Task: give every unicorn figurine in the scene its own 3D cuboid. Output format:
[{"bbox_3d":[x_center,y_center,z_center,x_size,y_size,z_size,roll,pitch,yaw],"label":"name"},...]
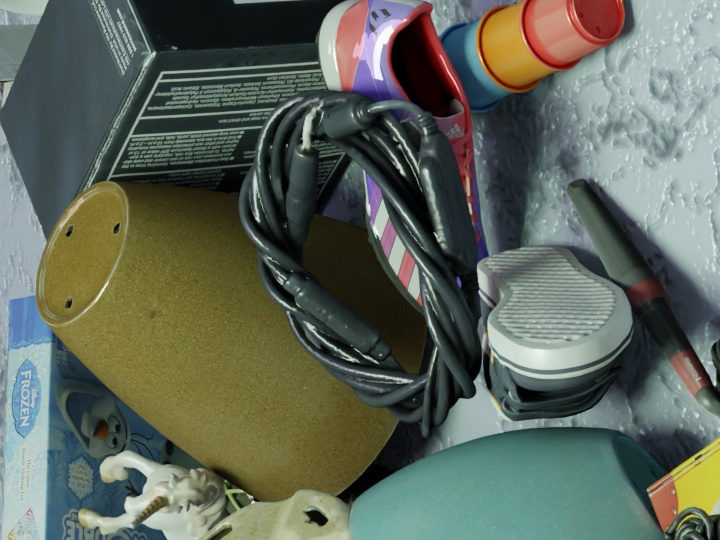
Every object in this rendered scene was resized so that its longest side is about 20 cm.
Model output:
[{"bbox_3d":[-0.114,0.163,1.415,0.137,0.200,0.074,-3,62,41],"label":"unicorn figurine"}]

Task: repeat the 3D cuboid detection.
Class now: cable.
[{"bbox_3d":[0.000,0.000,1.239,0.162,0.051,0.202,-4,107,44],"label":"cable"}]

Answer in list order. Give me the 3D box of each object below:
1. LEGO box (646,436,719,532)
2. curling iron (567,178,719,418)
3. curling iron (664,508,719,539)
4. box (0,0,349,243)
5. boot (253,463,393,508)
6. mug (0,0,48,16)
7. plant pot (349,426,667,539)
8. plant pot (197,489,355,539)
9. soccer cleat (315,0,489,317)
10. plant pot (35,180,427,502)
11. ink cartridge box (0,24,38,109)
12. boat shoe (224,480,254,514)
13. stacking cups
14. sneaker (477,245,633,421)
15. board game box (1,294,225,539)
[{"bbox_3d":[0.238,0.125,1.031,0.200,0.077,0.150,-46,58,51],"label":"LEGO box"},{"bbox_3d":[0.158,0.015,1.176,0.200,0.049,0.026,54,136,46],"label":"curling iron"},{"bbox_3d":[0.181,0.208,1.032,0.050,0.025,0.202,-30,74,59],"label":"curling iron"},{"bbox_3d":[-0.098,-0.122,1.402,0.124,0.198,0.199,64,142,27],"label":"box"},{"bbox_3d":[0.001,0.213,1.417,0.210,0.079,0.160,13,106,56],"label":"boot"},{"bbox_3d":[-0.195,-0.302,1.599,0.199,0.147,0.177,-18,71,26],"label":"mug"},{"bbox_3d":[0.109,0.161,1.169,0.134,0.200,0.201,-38,58,15],"label":"plant pot"},{"bbox_3d":[-0.017,0.228,1.213,0.200,0.200,0.184,12,141,56],"label":"plant pot"},{"bbox_3d":[0.038,-0.059,1.255,0.073,0.068,0.202,-2,112,52],"label":"soccer cleat"},{"bbox_3d":[-0.092,0.025,1.364,0.186,0.199,0.188,-31,45,37],"label":"plant pot"},{"bbox_3d":[-0.226,-0.135,1.599,0.109,0.198,0.051,40,127,47],"label":"ink cartridge box"},{"bbox_3d":[-0.067,0.173,1.533,0.072,0.060,0.204,14,107,57],"label":"boat shoe"},{"bbox_3d":[0.075,-0.125,1.271,0.199,0.060,0.061,-23,76,52],"label":"stacking cups"},{"bbox_3d":[0.105,0.045,1.190,0.200,0.078,0.080,-95,-3,-77],"label":"sneaker"},{"bbox_3d":[-0.164,0.136,1.520,0.043,0.199,0.201,-10,71,31],"label":"board game box"}]
